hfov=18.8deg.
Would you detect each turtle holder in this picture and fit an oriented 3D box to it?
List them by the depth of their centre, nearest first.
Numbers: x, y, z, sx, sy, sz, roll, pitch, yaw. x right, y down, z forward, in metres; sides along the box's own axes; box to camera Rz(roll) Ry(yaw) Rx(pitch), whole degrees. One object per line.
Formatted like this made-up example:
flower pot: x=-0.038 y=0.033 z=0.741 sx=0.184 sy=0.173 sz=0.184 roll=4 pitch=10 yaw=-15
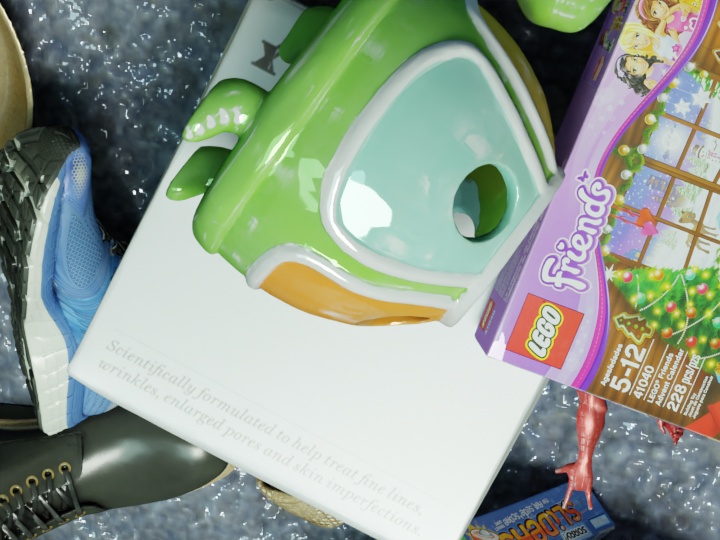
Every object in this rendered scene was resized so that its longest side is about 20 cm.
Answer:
turtle holder: x=0.018 y=-0.059 z=0.891 sx=0.132 sy=0.186 sz=0.141 roll=36 pitch=145 yaw=1

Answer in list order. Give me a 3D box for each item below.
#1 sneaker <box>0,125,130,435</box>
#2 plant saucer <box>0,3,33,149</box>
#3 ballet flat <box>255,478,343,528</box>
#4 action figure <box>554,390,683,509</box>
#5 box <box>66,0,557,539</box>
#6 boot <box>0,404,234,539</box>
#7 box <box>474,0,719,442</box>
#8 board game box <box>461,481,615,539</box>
sneaker: x=-0.142 y=-0.001 z=1.146 sx=0.089 sy=0.079 sz=0.200 roll=-15 pitch=139 yaw=-14
plant saucer: x=-0.258 y=-0.112 z=1.144 sx=0.200 sy=0.035 sz=0.200 roll=9 pitch=122 yaw=14
ballet flat: x=0.008 y=0.067 z=1.134 sx=0.065 sy=0.071 sz=0.200 roll=15 pitch=129 yaw=-29
action figure: x=0.171 y=0.069 z=1.083 sx=0.200 sy=0.065 sz=0.099 roll=6 pitch=109 yaw=16
box: x=0.000 y=0.000 z=1.019 sx=0.199 sy=0.131 sz=0.200 roll=28 pitch=95 yaw=2
boot: x=-0.176 y=0.134 z=1.202 sx=0.200 sy=0.138 sz=0.078 roll=-10 pitch=116 yaw=23
box: x=0.149 y=-0.034 z=0.923 sx=0.137 sy=0.039 sz=0.200 roll=20 pitch=100 yaw=-10
board game box: x=0.031 y=0.192 z=1.169 sx=0.200 sy=0.135 sz=0.034 roll=-47 pitch=68 yaw=35
